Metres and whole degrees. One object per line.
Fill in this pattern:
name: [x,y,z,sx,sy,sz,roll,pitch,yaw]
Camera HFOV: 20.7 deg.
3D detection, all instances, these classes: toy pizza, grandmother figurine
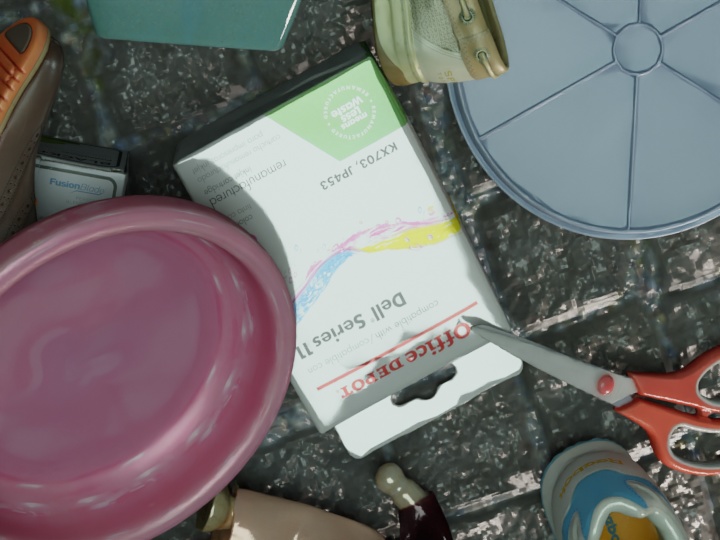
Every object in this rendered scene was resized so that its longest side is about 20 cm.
toy pizza: [0.141,-0.116,1.020,0.198,0.032,0.202,-1,104,-3]
grandmother figurine: [0.007,0.165,1.064,0.198,0.061,0.122,19,97,-12]

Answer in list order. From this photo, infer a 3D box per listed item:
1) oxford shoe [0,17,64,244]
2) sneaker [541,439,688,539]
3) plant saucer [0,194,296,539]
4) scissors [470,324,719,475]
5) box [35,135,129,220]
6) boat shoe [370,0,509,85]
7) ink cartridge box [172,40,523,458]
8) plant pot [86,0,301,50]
oxford shoe: [-0.179,-0.023,0.944,0.072,0.071,0.201,19,106,-30]
sneaker: [0.160,0.192,1.062,0.076,0.081,0.201,-31,105,2]
plant saucer: [-0.128,0.047,0.943,0.199,0.051,0.202,-18,131,-23]
scissors: [0.135,0.069,1.034,0.198,0.014,0.074,6,101,-32]
box: [-0.189,0.030,1.012,0.115,0.060,0.202,9,103,-7]
boat shoe: [0.036,-0.193,0.959,0.062,0.073,0.203,-1,97,16]
ink cartridge box: [0.000,0.000,1.017,0.116,0.067,0.201,-28,104,2]
plant pot: [-0.075,-0.214,0.929,0.140,0.142,0.202,4,110,-5]
